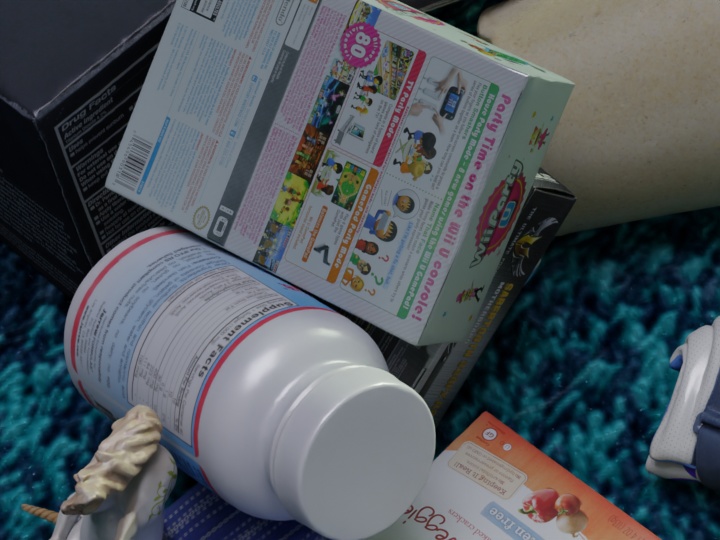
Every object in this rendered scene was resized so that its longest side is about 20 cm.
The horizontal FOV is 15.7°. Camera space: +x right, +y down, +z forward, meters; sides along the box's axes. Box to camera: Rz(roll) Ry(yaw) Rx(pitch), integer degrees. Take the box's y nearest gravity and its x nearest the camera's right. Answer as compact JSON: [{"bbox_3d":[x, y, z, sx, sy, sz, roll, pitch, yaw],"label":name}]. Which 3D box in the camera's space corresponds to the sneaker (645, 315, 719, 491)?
[{"bbox_3d":[0.221,0.113,1.339,0.146,0.081,0.201,-16,73,31],"label":"sneaker"}]

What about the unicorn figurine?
[{"bbox_3d":[-0.128,0.138,1.297,0.074,0.200,0.138,29,47,-8],"label":"unicorn figurine"}]

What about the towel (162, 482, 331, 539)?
[{"bbox_3d":[-0.063,0.164,1.303,0.145,0.024,0.200,-38,35,7],"label":"towel"}]

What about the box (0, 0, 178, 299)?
[{"bbox_3d":[-0.124,-0.112,1.466,0.200,0.199,0.123,-42,59,-20],"label":"box"}]

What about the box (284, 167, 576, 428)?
[{"bbox_3d":[0.000,0.000,1.394,0.158,0.048,0.200,38,105,31],"label":"box"}]

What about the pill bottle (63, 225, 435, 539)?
[{"bbox_3d":[-0.055,0.058,1.304,0.109,0.109,0.200,-40,40,-18],"label":"pill bottle"}]

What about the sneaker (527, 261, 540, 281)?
[{"bbox_3d":[0.046,-0.058,1.459,0.081,0.076,0.200,-36,56,31],"label":"sneaker"}]

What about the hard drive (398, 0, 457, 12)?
[{"bbox_3d":[0.051,-0.176,1.499,0.139,0.200,0.038,-20,98,-3],"label":"hard drive"}]

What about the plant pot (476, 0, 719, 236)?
[{"bbox_3d":[0.170,-0.107,1.434,0.183,0.201,0.201,-18,53,10],"label":"plant pot"}]

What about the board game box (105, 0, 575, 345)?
[{"bbox_3d":[-0.013,-0.069,1.327,0.200,0.064,0.148,28,101,25],"label":"board game box"}]

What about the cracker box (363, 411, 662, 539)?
[{"bbox_3d":[0.047,0.184,1.315,0.134,0.058,0.200,35,68,29],"label":"cracker box"}]
